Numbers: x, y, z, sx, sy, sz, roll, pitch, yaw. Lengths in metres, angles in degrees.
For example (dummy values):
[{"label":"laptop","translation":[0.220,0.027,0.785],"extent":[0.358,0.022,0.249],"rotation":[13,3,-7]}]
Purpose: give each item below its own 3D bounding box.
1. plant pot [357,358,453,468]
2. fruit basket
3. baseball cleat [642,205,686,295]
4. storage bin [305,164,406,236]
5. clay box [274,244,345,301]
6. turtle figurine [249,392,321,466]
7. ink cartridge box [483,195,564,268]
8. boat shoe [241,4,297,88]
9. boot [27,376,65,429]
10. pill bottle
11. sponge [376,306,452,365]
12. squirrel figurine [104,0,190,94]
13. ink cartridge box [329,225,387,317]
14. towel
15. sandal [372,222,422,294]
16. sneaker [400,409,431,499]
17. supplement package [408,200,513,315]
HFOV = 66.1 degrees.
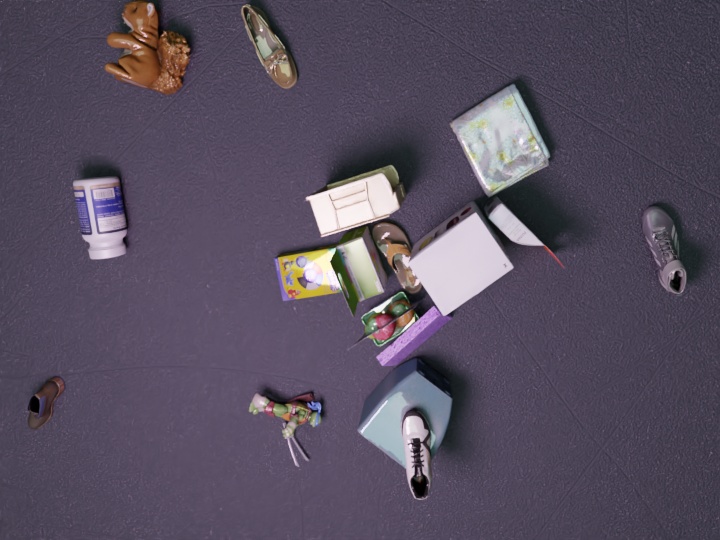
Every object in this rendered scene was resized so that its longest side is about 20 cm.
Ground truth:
[{"label":"plant pot","translation":[0.131,0.345,1.395],"extent":[0.194,0.196,0.203],"rotation":[35,102,0]},{"label":"fruit basket","translation":[0.063,0.119,1.346],"extent":[0.183,0.199,0.095],"rotation":[-33,82,16]},{"label":"baseball cleat","translation":[0.692,-0.045,1.240],"extent":[0.068,0.106,0.205],"rotation":[-21,97,19]},{"label":"storage bin","translation":[-0.001,-0.168,1.287],"extent":[0.193,0.200,0.096],"rotation":[-16,102,13]},{"label":"clay box","translation":[-0.116,0.004,1.428],"extent":[0.194,0.048,0.119],"rotation":[-9,101,13]},{"label":"turtle figurine","translation":[-0.212,0.424,1.496],"extent":[0.189,0.144,0.206],"rotation":[20,102,9]},{"label":"ink cartridge box","translation":[0.368,-0.079,1.262],"extent":[0.200,0.160,0.047],"rotation":[45,105,-3]},{"label":"boat shoe","translation":[-0.219,-0.529,1.312],"extent":[0.072,0.063,0.205],"rotation":[-24,98,15]},{"label":"boot","translation":[-0.969,0.413,1.652],"extent":[0.074,0.097,0.202],"rotation":[34,106,0]},{"label":"pill bottle","translation":[-0.682,-0.140,1.460],"extent":[0.112,0.116,0.207],"rotation":[-1,103,10]},{"label":"sponge","translation":[0.137,0.167,1.388],"extent":[0.200,0.111,0.030],"rotation":[-44,67,16]},{"label":"squirrel figurine","translation":[-0.505,-0.542,1.343],"extent":[0.194,0.142,0.192],"rotation":[16,96,-9]},{"label":"ink cartridge box","translation":[0.000,0.000,1.320],"extent":[0.074,0.201,0.151],"rotation":[-19,106,13]},{"label":"towel","translation":[0.324,-0.296,1.278],"extent":[0.168,0.048,0.204],"rotation":[-28,97,14]},{"label":"sandal","translation":[0.097,-0.030,1.378],"extent":[0.079,0.054,0.204],"rotation":[-26,97,15]},{"label":"sneaker","translation":[0.135,0.426,1.273],"extent":[0.071,0.080,0.207],"rotation":[-9,92,6]},{"label":"supplement package","translation":[0.228,-0.035,1.278],"extent":[0.189,0.200,0.149],"rotation":[-36,96,15]}]
